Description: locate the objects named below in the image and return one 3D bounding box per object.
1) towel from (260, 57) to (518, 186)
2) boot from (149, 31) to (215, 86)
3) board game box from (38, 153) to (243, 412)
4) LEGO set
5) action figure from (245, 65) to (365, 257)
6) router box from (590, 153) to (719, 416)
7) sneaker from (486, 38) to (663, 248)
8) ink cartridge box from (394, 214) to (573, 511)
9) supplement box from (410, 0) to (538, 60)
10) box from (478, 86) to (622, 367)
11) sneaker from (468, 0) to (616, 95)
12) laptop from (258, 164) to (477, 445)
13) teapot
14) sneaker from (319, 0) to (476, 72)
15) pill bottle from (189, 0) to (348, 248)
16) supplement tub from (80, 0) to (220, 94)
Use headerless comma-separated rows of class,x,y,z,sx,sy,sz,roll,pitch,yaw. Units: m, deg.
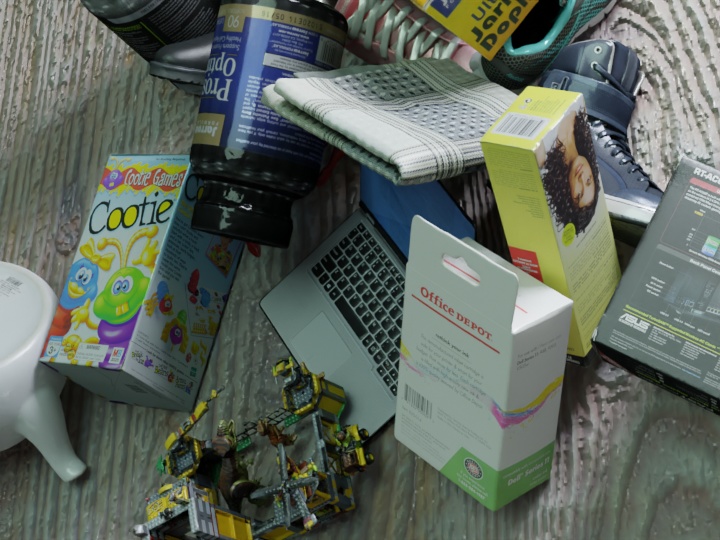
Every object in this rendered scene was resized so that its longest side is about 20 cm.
towel,0.047,-0.124,1.268,0.199,0.191,0.035,33,127,46
boot,-0.106,-0.264,1.487,0.065,0.163,0.203,17,102,57
board game box,-0.187,0.009,1.472,0.102,0.105,0.202,3,68,34
LEGO set,-0.101,0.156,1.319,0.199,0.116,0.155,-23,58,30
action figure,-0.053,-0.106,1.474,0.065,0.052,0.201,34,76,15
router box,0.280,0.029,1.150,0.199,0.062,0.151,26,82,20
sneaker,0.205,-0.101,1.293,0.201,0.077,0.147,24,83,40
ink cartridge box,0.089,0.058,1.214,0.067,0.202,0.117,-22,40,-35
supplement box,0.053,-0.278,1.308,0.109,0.109,0.200,-50,54,11
box,0.144,-0.030,1.210,0.050,0.201,0.075,13,47,36
sneaker,0.166,-0.226,1.358,0.077,0.091,0.201,32,77,5
laptop,0.000,0.000,1.348,0.200,0.116,0.188,-42,50,7
teapot,-0.353,0.096,1.515,0.195,0.147,0.201,-7,40,-2
sneaker,0.033,-0.199,1.432,0.200,0.104,0.076,40,102,40
pill bottle,-0.081,-0.125,1.384,0.111,0.111,0.202,10,87,36
supplement tub,-0.184,-0.262,1.548,0.121,0.200,0.124,-14,59,25
